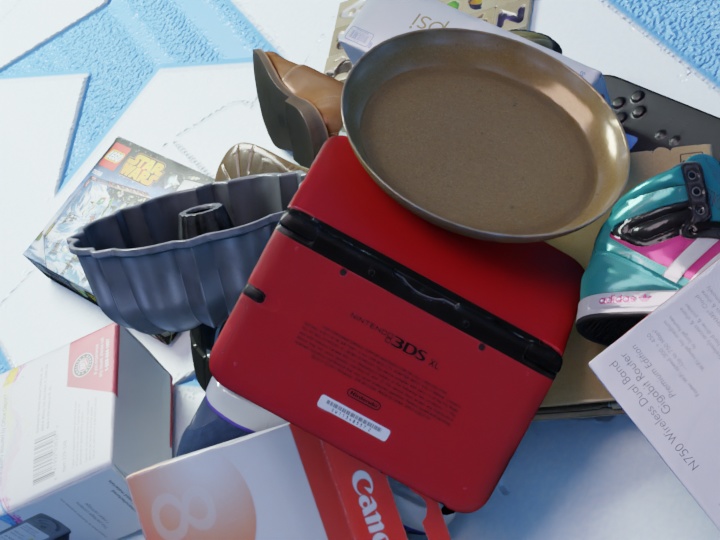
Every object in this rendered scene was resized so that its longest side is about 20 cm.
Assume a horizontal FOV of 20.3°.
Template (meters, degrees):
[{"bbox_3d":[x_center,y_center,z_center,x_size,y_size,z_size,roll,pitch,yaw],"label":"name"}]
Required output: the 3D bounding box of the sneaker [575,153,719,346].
[{"bbox_3d":[0.240,-0.015,1.288,0.199,0.084,0.121,0,66,15],"label":"sneaker"}]

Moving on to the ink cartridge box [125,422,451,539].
[{"bbox_3d":[-0.042,0.183,1.317,0.199,0.050,0.163,-20,88,27],"label":"ink cartridge box"}]

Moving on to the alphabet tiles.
[{"bbox_3d":[0.059,-0.215,1.696,0.199,0.006,0.167,-13,48,29],"label":"alphabet tiles"}]

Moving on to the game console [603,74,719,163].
[{"bbox_3d":[0.167,-0.046,1.441,0.200,0.031,0.177,-51,41,-10],"label":"game console"}]

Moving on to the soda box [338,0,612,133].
[{"bbox_3d":[0.085,-0.140,1.473,0.200,0.068,0.064,28,75,29],"label":"soda box"}]

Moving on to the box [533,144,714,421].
[{"bbox_3d":[0.163,0.007,1.355,0.163,0.021,0.201,-6,56,13],"label":"box"}]

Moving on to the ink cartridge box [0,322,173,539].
[{"bbox_3d":[-0.247,0.149,1.552,0.199,0.086,0.148,-25,43,21],"label":"ink cartridge box"}]

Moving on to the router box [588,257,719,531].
[{"bbox_3d":[0.265,0.080,1.173,0.179,0.049,0.200,-39,68,3],"label":"router box"}]

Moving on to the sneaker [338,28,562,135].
[{"bbox_3d":[0.077,-0.107,1.547,0.200,0.077,0.089,-33,53,18],"label":"sneaker"}]

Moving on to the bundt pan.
[{"bbox_3d":[-0.108,-0.009,1.456,0.201,0.076,0.202,-11,13,3],"label":"bundt pan"}]

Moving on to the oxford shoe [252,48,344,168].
[{"bbox_3d":[-0.041,-0.138,1.671,0.071,0.072,0.200,-16,30,-16],"label":"oxford shoe"}]

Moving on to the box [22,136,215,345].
[{"bbox_3d":[-0.184,-0.029,1.695,0.200,0.040,0.137,25,73,48],"label":"box"}]

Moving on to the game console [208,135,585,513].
[{"bbox_3d":[0.027,0.032,1.302,0.173,0.199,0.119,-62,0,6],"label":"game console"}]

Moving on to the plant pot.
[{"bbox_3d":[0.082,-0.087,1.344,0.199,0.028,0.201,8,46,-9],"label":"plant pot"}]

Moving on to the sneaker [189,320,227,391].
[{"bbox_3d":[-0.059,0.053,1.516,0.115,0.076,0.200,-8,8,-20],"label":"sneaker"}]

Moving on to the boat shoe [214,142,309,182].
[{"bbox_3d":[-0.029,-0.043,1.556,0.200,0.063,0.074,35,99,38],"label":"boat shoe"}]

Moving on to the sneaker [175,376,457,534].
[{"bbox_3d":[-0.039,0.165,1.394,0.199,0.147,0.081,28,30,12],"label":"sneaker"}]
